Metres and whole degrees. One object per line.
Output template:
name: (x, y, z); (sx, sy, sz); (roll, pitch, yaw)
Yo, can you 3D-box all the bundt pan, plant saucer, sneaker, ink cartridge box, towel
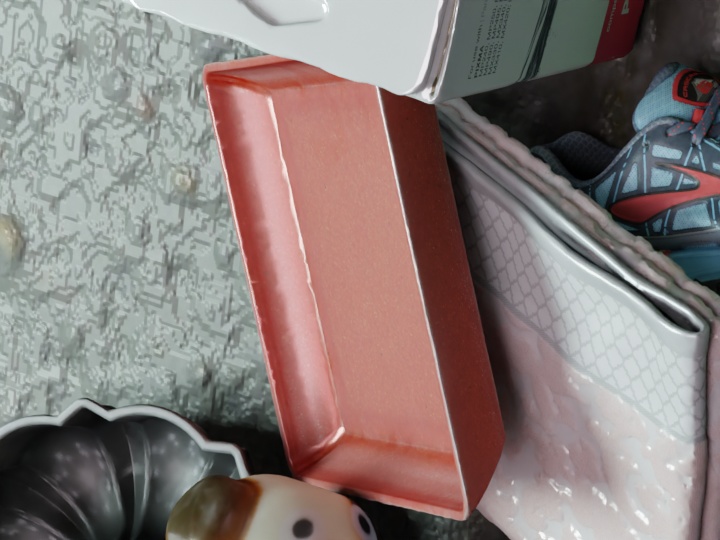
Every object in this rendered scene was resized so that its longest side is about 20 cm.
bundt pan: (-0.110, 0.156, 1.397); (0.201, 0.076, 0.203); (1, 95, 11)
plant saucer: (0.000, 0.000, 1.275); (0.199, 0.037, 0.201); (2, 105, 67)
sneaker: (0.149, -0.042, 1.206); (0.199, 0.079, 0.096); (-16, 95, 33)
ink cartridge box: (0.017, -0.134, 1.174); (0.144, 0.200, 0.085); (19, 107, 23)
towel: (0.081, 0.049, 1.239); (0.200, 0.032, 0.192); (40, 142, 39)

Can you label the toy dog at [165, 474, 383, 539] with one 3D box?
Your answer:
toy dog: (-0.048, 0.190, 1.292); (0.194, 0.139, 0.201); (32, 102, 59)
